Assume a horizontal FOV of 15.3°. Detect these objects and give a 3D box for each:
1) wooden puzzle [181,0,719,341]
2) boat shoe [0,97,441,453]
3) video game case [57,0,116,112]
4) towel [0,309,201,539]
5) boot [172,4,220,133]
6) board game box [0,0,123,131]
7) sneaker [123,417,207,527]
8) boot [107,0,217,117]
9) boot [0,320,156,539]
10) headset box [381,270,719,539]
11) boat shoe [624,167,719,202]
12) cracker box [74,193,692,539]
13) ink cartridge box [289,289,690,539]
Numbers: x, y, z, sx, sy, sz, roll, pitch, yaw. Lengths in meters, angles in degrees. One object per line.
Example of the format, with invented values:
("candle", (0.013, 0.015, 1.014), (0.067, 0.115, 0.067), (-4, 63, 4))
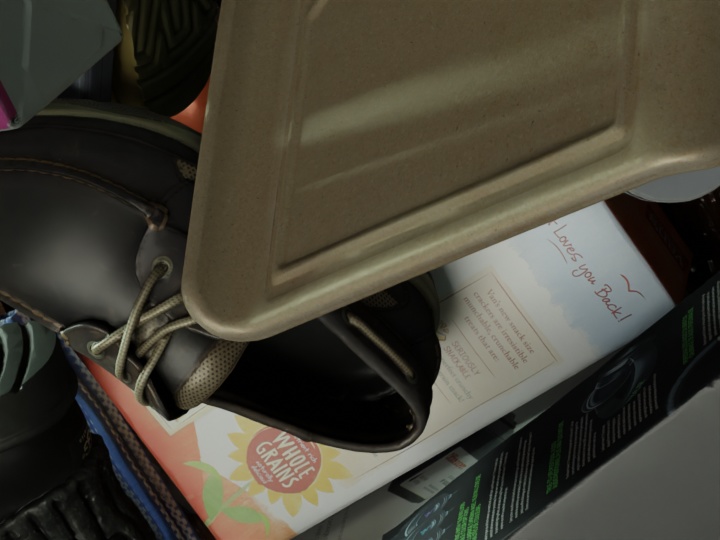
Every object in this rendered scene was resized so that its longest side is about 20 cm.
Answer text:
("wooden puzzle", (0.037, -0.081, 0.810), (0.199, 0.186, 0.037), (-19, 143, 37))
("boat shoe", (-0.053, 0.005, 0.861), (0.199, 0.074, 0.075), (18, 125, -27))
("video game case", (-0.163, -0.128, 0.854), (0.199, 0.019, 0.143), (25, 136, 16))
("towel", (-0.125, 0.087, 1.099), (0.145, 0.024, 0.200), (57, 157, -4))
("boot", (-0.136, -0.071, 1.001), (0.199, 0.107, 0.075), (16, 127, 19))
("board game box", (-0.190, -0.109, 0.831), (0.199, 0.064, 0.148), (-4, 122, 40))
("sneaker", (-0.019, 0.060, 1.060), (0.200, 0.075, 0.116), (45, 115, 3))
("boot", (-0.148, -0.141, 0.888), (0.199, 0.066, 0.176), (16, 122, 26))
("boot", (-0.171, 0.121, 0.994), (0.210, 0.080, 0.159), (-16, 118, 12))
("headset box", (0.119, 0.117, 0.876), (0.200, 0.093, 0.174), (-38, 101, 17))
("boat shoe", (0.130, -0.111, 0.798), (0.068, 0.057, 0.200), (31, 106, -26))
("cracker box", (0.000, 0.000, 0.961), (0.199, 0.058, 0.134), (-31, 102, 23))
("ink cartridge box", (0.073, 0.123, 0.978), (0.199, 0.084, 0.145), (-33, 103, 16))
